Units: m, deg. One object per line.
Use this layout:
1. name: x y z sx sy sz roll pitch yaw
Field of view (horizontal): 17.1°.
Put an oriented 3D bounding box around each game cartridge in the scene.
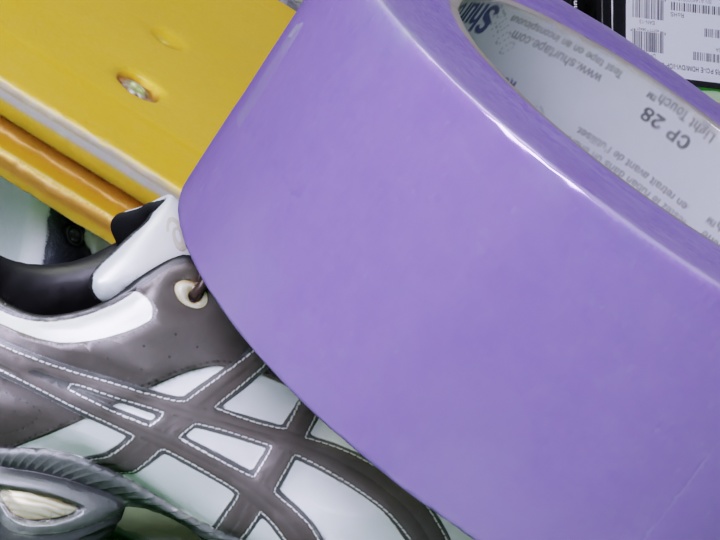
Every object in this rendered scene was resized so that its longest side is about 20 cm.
1. game cartridge: -0.072 -0.066 0.801 0.176 0.032 0.200 32 22 -6

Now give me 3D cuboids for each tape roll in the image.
1. tape roll: 0.057 0.000 0.633 0.200 0.085 0.200 32 18 -12

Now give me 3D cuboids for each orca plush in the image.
1. orca plush: -0.103 -0.031 0.873 0.071 0.106 0.200 20 15 -24

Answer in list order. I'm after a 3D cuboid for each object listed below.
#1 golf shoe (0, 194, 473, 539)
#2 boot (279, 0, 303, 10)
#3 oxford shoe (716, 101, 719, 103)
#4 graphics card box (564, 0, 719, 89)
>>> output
1. golf shoe: -0.031 0.030 0.634 0.199 0.095 0.078 4 12 -13
2. boot: -0.033 -0.139 1.101 0.138 0.078 0.200 23 29 13
3. oxford shoe: 0.092 -0.062 1.130 0.199 0.072 0.073 6 18 2
4. graphics card box: 0.101 -0.105 0.864 0.199 0.051 0.125 8 19 33
